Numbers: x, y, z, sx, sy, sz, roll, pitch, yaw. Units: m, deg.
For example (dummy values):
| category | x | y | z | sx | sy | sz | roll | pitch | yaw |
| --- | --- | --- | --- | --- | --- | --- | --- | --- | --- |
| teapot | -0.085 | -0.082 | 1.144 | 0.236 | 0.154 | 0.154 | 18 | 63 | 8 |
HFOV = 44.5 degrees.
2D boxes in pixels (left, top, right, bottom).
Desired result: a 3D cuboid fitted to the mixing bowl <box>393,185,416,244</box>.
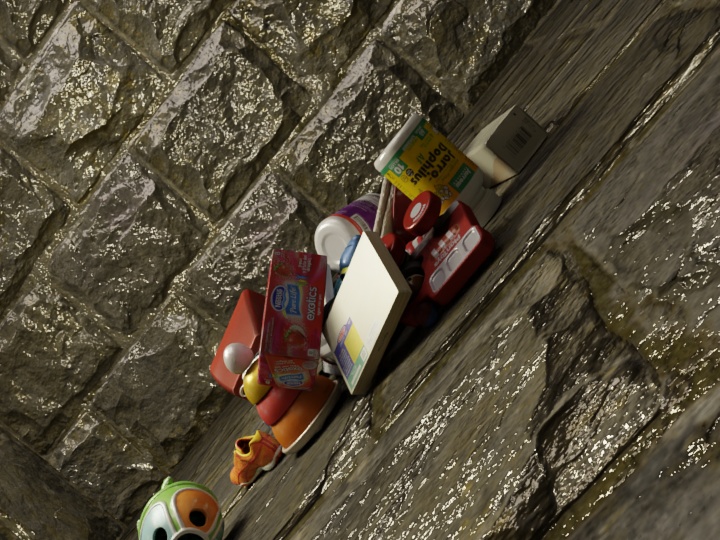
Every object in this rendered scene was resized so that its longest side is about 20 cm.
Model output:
| category | x | y | z | sx | sy | sz | roll | pitch | yaw |
| --- | --- | --- | --- | --- | --- | --- | --- | --- | --- |
| mixing bowl | 0.129 | -0.134 | 1.631 | 0.200 | 0.106 | 0.204 | 4 | -90 | -78 |

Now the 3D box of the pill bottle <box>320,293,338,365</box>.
| category | x | y | z | sx | sy | sz | roll | pitch | yaw |
| --- | --- | --- | --- | --- | --- | --- | --- | --- | --- |
| pill bottle | -0.011 | 0.090 | 1.466 | 0.114 | 0.114 | 0.200 | -52 | 5 | -22 |

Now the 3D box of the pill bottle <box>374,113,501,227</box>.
| category | x | y | z | sx | sy | sz | roll | pitch | yaw |
| --- | --- | --- | --- | --- | --- | --- | --- | --- | --- |
| pill bottle | 0.129 | -0.149 | 1.428 | 0.113 | 0.199 | 0.113 | -49 | 4 | 5 |

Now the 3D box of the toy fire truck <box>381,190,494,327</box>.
| category | x | y | z | sx | sy | sz | roll | pitch | yaw |
| --- | --- | --- | --- | --- | --- | --- | --- | --- | --- |
| toy fire truck | 0.102 | -0.004 | 1.256 | 0.201 | 0.111 | 0.169 | -50 | 23 | 18 |

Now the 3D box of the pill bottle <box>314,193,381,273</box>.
| category | x | y | z | sx | sy | sz | roll | pitch | yaw |
| --- | --- | --- | --- | --- | --- | --- | --- | --- | --- |
| pill bottle | 0.006 | -0.080 | 1.720 | 0.199 | 0.113 | 0.113 | -35 | -8 | -48 |

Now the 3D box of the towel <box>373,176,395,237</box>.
| category | x | y | z | sx | sy | sz | roll | pitch | yaw |
| --- | --- | --- | --- | --- | --- | --- | --- | --- | --- |
| towel | 0.047 | -0.062 | 1.610 | 0.133 | 0.034 | 0.203 | 72 | -153 | -60 |

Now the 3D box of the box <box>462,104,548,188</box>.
| category | x | y | z | sx | sy | sz | roll | pitch | yaw |
| --- | --- | --- | --- | --- | --- | --- | --- | --- | --- |
| box | 0.244 | -0.213 | 1.556 | 0.095 | 0.077 | 0.200 | -51 | 5 | -7 |

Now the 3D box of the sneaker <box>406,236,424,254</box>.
| category | x | y | z | sx | sy | sz | roll | pitch | yaw |
| --- | --- | --- | --- | --- | --- | --- | --- | --- | --- |
| sneaker | 0.090 | 0.000 | 1.477 | 0.112 | 0.072 | 0.200 | -33 | -12 | 1 |

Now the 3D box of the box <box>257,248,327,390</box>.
| category | x | y | z | sx | sy | sz | roll | pitch | yaw |
| --- | --- | --- | --- | --- | --- | --- | --- | --- | --- |
| box | -0.108 | 0.078 | 1.406 | 0.100 | 0.094 | 0.203 | 103 | 172 | -53 |

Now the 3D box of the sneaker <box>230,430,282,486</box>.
| category | x | y | z | sx | sy | sz | roll | pitch | yaw |
| --- | --- | --- | --- | --- | --- | --- | --- | --- | --- |
| sneaker | -0.202 | 0.340 | 1.619 | 0.200 | 0.077 | 0.073 | -48 | 6 | 49 |

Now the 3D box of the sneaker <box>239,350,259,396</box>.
| category | x | y | z | sx | sy | sz | roll | pitch | yaw |
| --- | --- | --- | --- | --- | --- | --- | --- | --- | --- |
| sneaker | -0.179 | 0.185 | 1.578 | 0.146 | 0.081 | 0.199 | -32 | -1 | -42 |

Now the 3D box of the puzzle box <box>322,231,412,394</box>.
| category | x | y | z | sx | sy | sz | roll | pitch | yaw |
| --- | --- | --- | --- | --- | --- | --- | --- | --- | --- |
| puzzle box | 0.005 | 0.063 | 1.277 | 0.134 | 0.025 | 0.202 | 61 | 139 | 42 |

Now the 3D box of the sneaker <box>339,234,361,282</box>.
| category | x | y | z | sx | sy | sz | roll | pitch | yaw |
| --- | --- | --- | --- | --- | --- | --- | --- | --- | --- |
| sneaker | 0.000 | 0.000 | 1.498 | 0.200 | 0.065 | 0.080 | 83 | -167 | -71 |

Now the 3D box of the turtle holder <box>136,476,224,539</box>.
| category | x | y | z | sx | sy | sz | roll | pitch | yaw |
| --- | --- | --- | --- | --- | --- | --- | --- | --- | --- |
| turtle holder | -0.302 | 0.442 | 1.428 | 0.185 | 0.141 | 0.132 | -42 | 21 | -6 |

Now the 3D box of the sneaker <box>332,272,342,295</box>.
| category | x | y | z | sx | sy | sz | roll | pitch | yaw |
| --- | --- | --- | --- | --- | --- | --- | --- | --- | --- |
| sneaker | -0.012 | 0.087 | 1.745 | 0.201 | 0.094 | 0.080 | 87 | -154 | -58 |

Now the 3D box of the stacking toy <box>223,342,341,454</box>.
| category | x | y | z | sx | sy | sz | roll | pitch | yaw |
| --- | --- | --- | --- | --- | --- | --- | --- | --- | --- |
| stacking toy | -0.142 | 0.188 | 1.442 | 0.147 | 0.199 | 0.146 | -49 | 4 | 5 |

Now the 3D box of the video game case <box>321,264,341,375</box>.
| category | x | y | z | sx | sy | sz | roll | pitch | yaw |
| --- | --- | --- | --- | --- | --- | --- | --- | --- | --- |
| video game case | -0.066 | 0.095 | 1.678 | 0.022 | 0.204 | 0.182 | -7 | -3 | -10 |

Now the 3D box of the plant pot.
| category | x | y | z | sx | sy | sz | roll | pitch | yaw |
| --- | --- | --- | --- | --- | --- | --- | --- | --- | --- |
| plant pot | -0.184 | 0.184 | 1.808 | 0.202 | 0.197 | 0.176 | -65 | 14 | 8 |

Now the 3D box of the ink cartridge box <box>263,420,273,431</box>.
| category | x | y | z | sx | sy | sz | roll | pitch | yaw |
| --- | --- | --- | --- | --- | --- | --- | --- | --- | --- |
| ink cartridge box | -0.121 | 0.242 | 1.634 | 0.116 | 0.068 | 0.200 | -50 | 4 | -4 |
